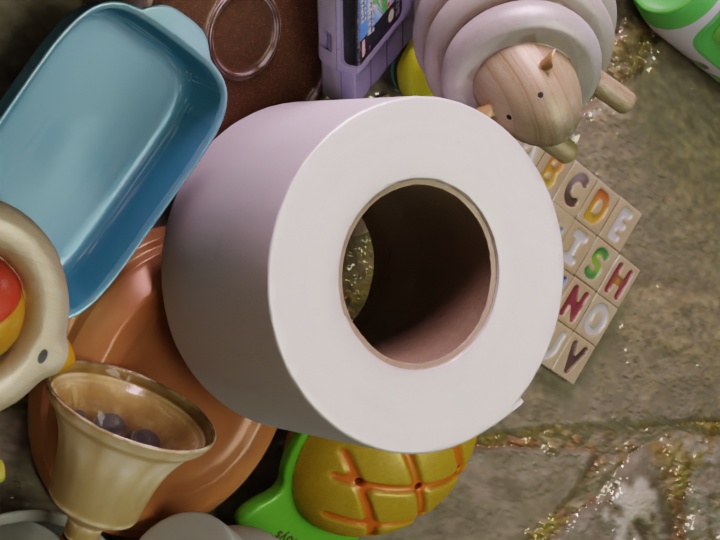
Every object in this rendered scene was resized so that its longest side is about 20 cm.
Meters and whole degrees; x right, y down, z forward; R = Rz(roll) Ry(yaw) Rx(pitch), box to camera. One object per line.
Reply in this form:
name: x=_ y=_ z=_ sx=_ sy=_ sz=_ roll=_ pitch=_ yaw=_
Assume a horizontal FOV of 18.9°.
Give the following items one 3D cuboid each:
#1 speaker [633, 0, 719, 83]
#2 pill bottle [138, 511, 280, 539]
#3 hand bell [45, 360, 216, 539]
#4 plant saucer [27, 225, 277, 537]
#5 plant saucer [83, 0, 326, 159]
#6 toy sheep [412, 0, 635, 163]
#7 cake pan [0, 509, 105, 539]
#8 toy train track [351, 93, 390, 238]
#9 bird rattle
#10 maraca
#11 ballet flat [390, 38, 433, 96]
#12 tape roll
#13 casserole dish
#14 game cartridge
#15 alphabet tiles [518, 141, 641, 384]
speaker: x=0.278 y=-0.179 z=1.580 sx=0.199 sy=0.088 sz=0.089 roll=28 pitch=86 yaw=-45
pill bottle: x=-0.068 y=0.229 z=1.372 sx=0.111 sy=0.110 sz=0.200 roll=-56 pitch=142 yaw=-12
hand bell: x=-0.166 y=0.165 z=1.257 sx=0.104 sy=0.104 sz=0.202 roll=6 pitch=112 yaw=-44
plant saucer: x=-0.114 y=0.073 z=1.340 sx=0.199 sy=0.037 sz=0.202 roll=-18 pitch=117 yaw=-38
plant saucer: x=-0.077 y=-0.145 z=1.298 sx=0.199 sy=0.032 sz=0.202 roll=-18 pitch=118 yaw=-37
toy sheep: x=0.094 y=-0.149 z=1.311 sx=0.136 sy=0.201 sz=0.139 roll=-7 pitch=133 yaw=-7
cake pan: x=-0.225 y=0.233 z=1.294 sx=0.199 sy=0.037 sz=0.202 roll=-18 pitch=117 yaw=-38
toy train track: x=0.063 y=-0.083 z=1.450 sx=0.200 sy=0.032 sz=0.115 roll=-39 pitch=128 yaw=-28
bird rattle: x=-0.238 y=0.022 z=1.161 sx=0.162 sy=0.112 sz=0.202 roll=-25 pitch=111 yaw=-21
maraca: x=0.000 y=0.126 z=1.423 sx=0.200 sy=0.107 sz=0.137 roll=-49 pitch=133 yaw=9
ballet flat: x=0.102 y=-0.175 z=1.423 sx=0.200 sy=0.067 sz=0.067 roll=-48 pitch=133 yaw=-22
tape roll: x=0.000 y=0.000 z=1.270 sx=0.201 sy=0.139 sz=0.205 roll=-2 pitch=94 yaw=-32
casserole dish: x=-0.161 y=-0.065 z=1.220 sx=0.121 sy=0.039 sz=0.201 roll=34 pitch=93 yaw=-39
game cartridge: x=0.016 y=-0.208 z=1.295 sx=0.201 sy=0.038 sz=0.130 roll=89 pitch=25 yaw=-47
alphabet tiles: x=0.126 y=0.005 z=1.548 sx=0.200 sy=0.008 sz=0.168 roll=33 pitch=87 yaw=-47
